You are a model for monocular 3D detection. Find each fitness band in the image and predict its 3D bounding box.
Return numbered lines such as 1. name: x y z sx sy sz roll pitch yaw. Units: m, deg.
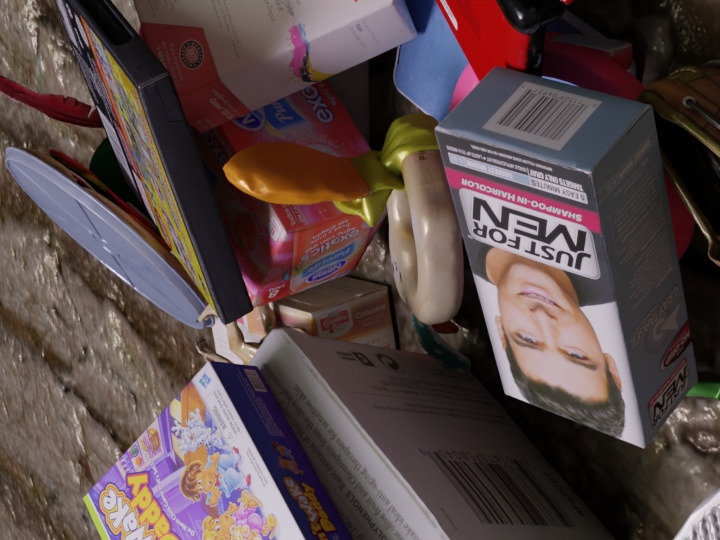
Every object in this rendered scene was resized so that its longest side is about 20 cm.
1. fitness band: 0.115 -0.063 1.019 0.200 0.037 0.145 16 119 54

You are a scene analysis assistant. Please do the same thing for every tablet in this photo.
1. tablet: 0.089 -0.121 1.076 0.200 0.014 0.131 43 138 37

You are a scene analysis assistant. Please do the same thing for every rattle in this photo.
1. rattle: 0.000 0.000 1.110 0.131 0.142 0.200 59 162 25

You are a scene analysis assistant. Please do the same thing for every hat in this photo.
1. hat: -0.203 -0.075 1.356 0.200 0.175 0.167 -135 43 -78

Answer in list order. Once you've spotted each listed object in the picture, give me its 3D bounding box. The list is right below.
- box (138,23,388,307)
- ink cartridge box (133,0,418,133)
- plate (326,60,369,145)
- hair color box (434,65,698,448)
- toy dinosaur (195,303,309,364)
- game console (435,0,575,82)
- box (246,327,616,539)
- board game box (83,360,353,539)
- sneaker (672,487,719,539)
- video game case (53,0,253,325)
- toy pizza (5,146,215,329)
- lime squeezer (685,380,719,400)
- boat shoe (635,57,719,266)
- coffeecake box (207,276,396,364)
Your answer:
1. box: -0.074 -0.090 1.210 0.201 0.094 0.103 59 148 19
2. ink cartridge box: -0.040 -0.184 1.119 0.067 0.199 0.117 41 -152 -69
3. plate: -0.063 -0.178 1.267 0.199 0.032 0.201 34 132 46
4. hair color box: 0.114 -0.005 0.946 0.099 0.061 0.201 20 143 37
5. toy dinosaur: -0.063 0.057 1.246 0.101 0.058 0.200 46 149 12
6. game console: 0.096 -0.208 0.961 0.173 0.118 0.201 84 163 -60
7. box: 0.013 0.169 1.120 0.200 0.198 0.172 48 112 33
8. board game box: -0.072 0.174 1.030 0.135 0.045 0.201 -47 57 24
9. sneaker: 0.209 0.176 0.991 0.079 0.079 0.200 50 118 21
10. video game case: -0.138 -0.088 1.139 0.181 0.025 0.201 51 163 45
11. toy pizza: -0.180 -0.030 1.299 0.200 0.032 0.200 37 167 10
12. lime squeezer: 0.136 0.045 1.066 0.200 0.038 0.071 42 138 40
13. boat shoe: 0.207 -0.017 0.892 0.201 0.068 0.072 57 145 22
14. coffeecake box: -0.036 0.105 1.330 0.153 0.073 0.202 14 117 54
